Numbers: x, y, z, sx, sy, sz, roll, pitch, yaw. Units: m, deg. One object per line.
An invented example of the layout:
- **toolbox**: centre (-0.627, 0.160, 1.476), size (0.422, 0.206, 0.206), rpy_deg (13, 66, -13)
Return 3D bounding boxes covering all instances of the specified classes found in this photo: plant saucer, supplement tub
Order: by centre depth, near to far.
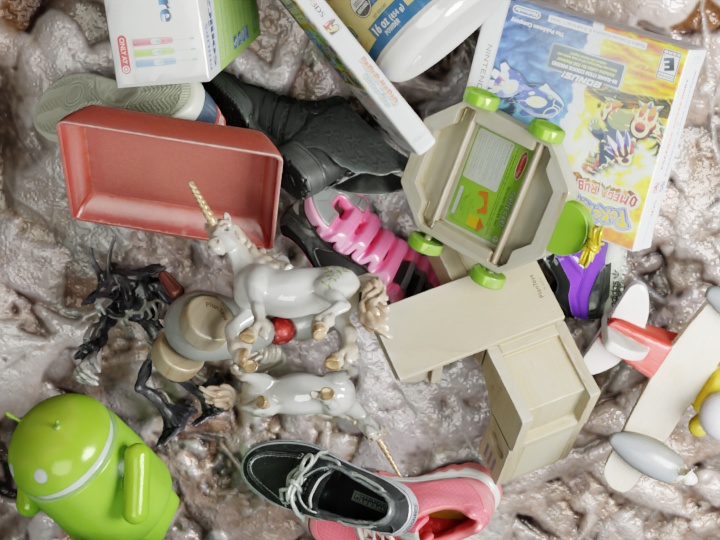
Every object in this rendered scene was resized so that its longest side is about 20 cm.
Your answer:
- **supplement tub**: centre (0.018, -0.278, 1.427), size (0.145, 0.145, 0.200), rpy_deg (-42, 85, 19)
- **plant saucer**: centre (-0.171, -0.089, 1.526), size (0.199, 0.200, 0.037), rpy_deg (9, 67, -2)

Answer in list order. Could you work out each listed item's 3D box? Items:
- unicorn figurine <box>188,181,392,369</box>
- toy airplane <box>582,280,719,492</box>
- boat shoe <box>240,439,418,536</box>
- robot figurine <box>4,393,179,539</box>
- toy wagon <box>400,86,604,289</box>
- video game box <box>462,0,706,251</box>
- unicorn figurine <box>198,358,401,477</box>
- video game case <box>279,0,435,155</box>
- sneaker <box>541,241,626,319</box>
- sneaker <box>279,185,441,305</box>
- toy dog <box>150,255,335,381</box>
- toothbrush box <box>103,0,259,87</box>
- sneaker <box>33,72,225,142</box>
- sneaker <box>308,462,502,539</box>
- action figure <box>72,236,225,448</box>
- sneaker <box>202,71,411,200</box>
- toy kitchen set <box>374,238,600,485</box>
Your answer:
- **unicorn figurine**: centre (-0.072, 0.018, 1.467), size (0.199, 0.138, 0.074), rpy_deg (14, 135, -8)
- **toy airplane**: centre (0.300, 0.097, 1.496), size (0.199, 0.141, 0.200), rpy_deg (-19, 122, -2)
- **boat shoe**: centre (-0.043, 0.212, 1.620), size (0.199, 0.068, 0.074), rpy_deg (21, 90, 31)
- **robot figurine**: centre (-0.265, 0.200, 1.639), size (0.175, 0.116, 0.200), rpy_deg (0, 141, 38)
- **toy wagon**: centre (0.129, -0.062, 1.461), size (0.200, 0.040, 0.156), rpy_deg (29, 111, 23)
- **video game box**: centre (0.184, -0.134, 1.468), size (0.200, 0.047, 0.183), rpy_deg (21, 109, 28)
- **unicorn figurine**: centre (-0.047, 0.125, 1.599), size (0.199, 0.137, 0.074), rpy_deg (15, 73, 7)
- **video game case**: centre (-0.010, -0.182, 1.448), size (0.023, 0.200, 0.182), rpy_deg (-39, 99, 1)
- **sneaker**: centre (0.197, -0.047, 1.529), size (0.099, 0.070, 0.201), rpy_deg (5, 109, 10)
- **sneaker**: centre (0.000, 0.000, 1.585), size (0.095, 0.079, 0.200), rpy_deg (-28, 108, 44)
- **toy dog**: centre (-0.118, 0.035, 1.565), size (0.132, 0.200, 0.097), rpy_deg (-32, 73, 26)
- **toothbrush box**: centre (-0.155, -0.253, 1.444), size (0.086, 0.200, 0.146), rpy_deg (-3, 109, 10)
- **sneaker**: centre (-0.215, -0.138, 1.559), size (0.199, 0.084, 0.075), rpy_deg (4, 70, 33)
- **sneaker**: centre (0.039, 0.241, 1.641), size (0.199, 0.087, 0.074), rpy_deg (-13, 109, 13)
- **action figure**: centre (-0.213, 0.070, 1.618), size (0.119, 0.102, 0.200), rpy_deg (-25, 105, 28)
- **sneaker**: centre (-0.051, -0.131, 1.542), size (0.200, 0.104, 0.060), rpy_deg (45, 150, 26)
- **toy kitchen set**: centre (0.095, 0.087, 1.562), size (0.163, 0.181, 0.200), rpy_deg (-19, 67, -12)
